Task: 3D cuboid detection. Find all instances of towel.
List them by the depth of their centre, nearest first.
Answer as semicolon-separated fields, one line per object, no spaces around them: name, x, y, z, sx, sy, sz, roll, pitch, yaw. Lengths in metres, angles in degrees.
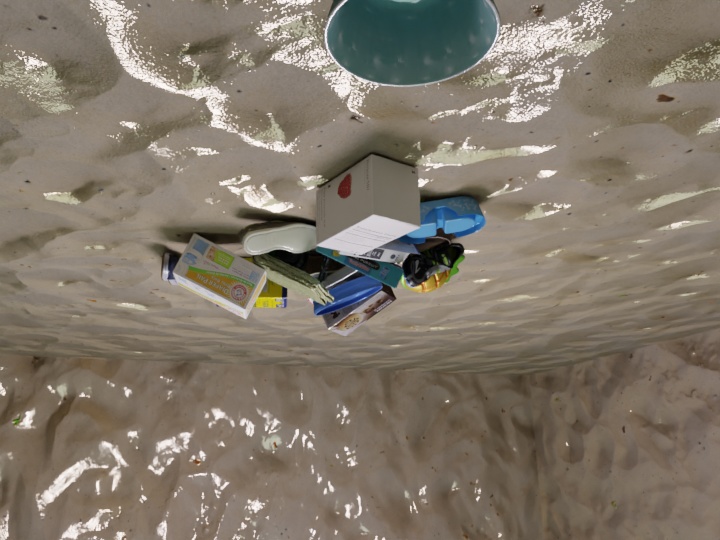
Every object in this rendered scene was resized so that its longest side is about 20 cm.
towel;-0.164;0.020;1.686;0.196;0.037;0.149;22;165;19

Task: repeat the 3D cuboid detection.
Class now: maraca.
maraca;0.186;-0.006;1.783;0.196;0.108;0.139;-8;138;-33

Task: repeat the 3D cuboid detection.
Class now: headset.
headset;-0.170;-0.027;1.704;0.195;0.096;0.124;6;167;17

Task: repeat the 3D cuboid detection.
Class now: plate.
plate;0.000;0.000;1.802;0.197;0.033;0.198;-28;169;27

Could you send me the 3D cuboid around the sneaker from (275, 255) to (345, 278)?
sneaker;-0.133;-0.003;1.828;0.195;0.069;0.090;-3;159;-10

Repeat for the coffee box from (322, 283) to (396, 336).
coffee box;-0.007;0.095;2.008;0.198;0.081;0.113;-36;152;13

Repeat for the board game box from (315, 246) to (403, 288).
board game box;0.000;-0.027;1.586;0.196;0.048;0.151;26;-177;-1

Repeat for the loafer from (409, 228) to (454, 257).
loafer;0.126;-0.064;1.644;0.194;0.073;0.073;-3;164;6

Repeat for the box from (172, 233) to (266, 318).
box;-0.337;0.016;1.675;0.196;0.114;0.102;26;162;0

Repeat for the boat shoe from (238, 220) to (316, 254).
boat shoe;-0.182;-0.081;1.587;0.197;0.074;0.060;-6;-152;-29

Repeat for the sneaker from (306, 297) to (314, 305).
sneaker;-0.094;0.056;2.037;0.074;0.082;0.198;-36;153;31

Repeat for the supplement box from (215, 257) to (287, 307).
supplement box;-0.294;0.035;1.872;0.194;0.112;0.109;1;163;-6

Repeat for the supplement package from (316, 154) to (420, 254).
supplement package;0.011;-0.123;1.351;0.118;0.125;0.198;11;159;-34

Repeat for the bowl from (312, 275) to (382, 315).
bowl;-0.037;0.064;1.850;0.197;0.040;0.201;-23;172;-3

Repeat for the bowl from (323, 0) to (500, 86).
bowl;0.055;-0.306;0.778;0.195;0.108;0.201;-1;163;0

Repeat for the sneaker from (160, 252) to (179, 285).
sneaker;-0.457;0.001;1.816;0.105;0.072;0.200;5;170;-4

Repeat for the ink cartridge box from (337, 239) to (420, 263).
ink cartridge box;0.028;-0.065;1.522;0.196;0.100;0.040;9;124;-29

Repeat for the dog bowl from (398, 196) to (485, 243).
dog bowl;0.170;-0.110;1.498;0.195;0.051;0.112;-10;159;3

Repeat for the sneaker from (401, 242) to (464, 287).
sneaker;0.173;-0.023;1.654;0.197;0.072;0.082;-27;-177;-36
